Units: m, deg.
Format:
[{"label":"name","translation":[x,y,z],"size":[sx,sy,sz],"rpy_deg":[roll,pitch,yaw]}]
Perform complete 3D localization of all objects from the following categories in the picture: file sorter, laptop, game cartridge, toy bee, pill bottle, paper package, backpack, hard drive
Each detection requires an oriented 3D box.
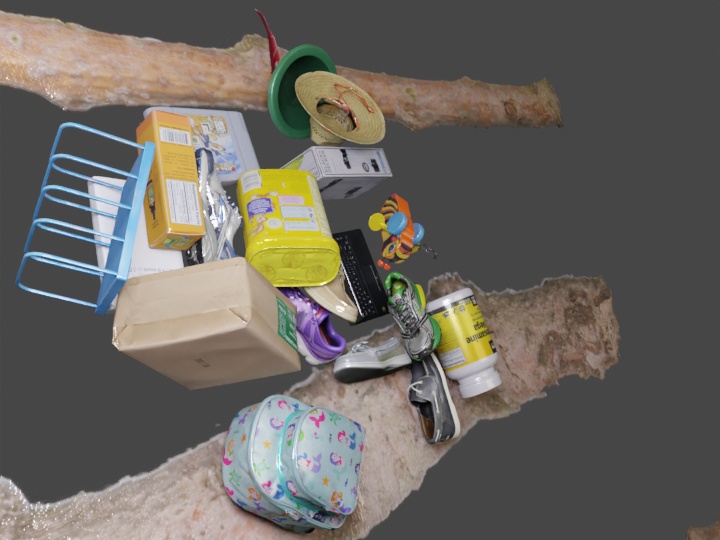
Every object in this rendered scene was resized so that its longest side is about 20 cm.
[{"label":"file sorter","translation":[-0.361,-0.068,1.041],"size":[0.122,0.139,0.201],"rpy_deg":[15,62,-23]},{"label":"laptop","translation":[0.000,0.000,1.443],"size":[0.200,0.103,0.178],"rpy_deg":[-14,81,-50]},{"label":"game cartridge","translation":[-0.257,-0.203,1.326],"size":[0.199,0.041,0.134],"rpy_deg":[-10,73,-49]},{"label":"toy bee","translation":[0.066,-0.062,1.568],"size":[0.131,0.109,0.200],"rpy_deg":[39,20,-15]},{"label":"pill bottle","translation":[0.205,0.145,1.582],"size":[0.112,0.112,0.201],"rpy_deg":[-16,82,-50]},{"label":"paper package","translation":[-0.197,0.077,1.076],"size":[0.200,0.190,0.104],"rpy_deg":[55,28,-61]},{"label":"backpack","translation":[-0.096,0.278,1.164],"size":[0.199,0.150,0.178],"rpy_deg":[30,51,-28]},{"label":"hard drive","translation":[-0.324,-0.034,1.167],"size":[0.131,0.026,0.201],"rpy_deg":[4,67,-46]}]

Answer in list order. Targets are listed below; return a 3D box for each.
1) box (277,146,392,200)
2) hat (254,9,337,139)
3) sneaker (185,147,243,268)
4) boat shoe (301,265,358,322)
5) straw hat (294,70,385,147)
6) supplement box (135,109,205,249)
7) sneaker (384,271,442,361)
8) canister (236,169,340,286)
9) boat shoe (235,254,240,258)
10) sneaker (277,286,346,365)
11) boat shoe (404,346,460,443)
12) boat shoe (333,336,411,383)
[{"label":"box","translation":[-0.049,-0.178,1.476],"size":[0.199,0.116,0.060],"rpy_deg":[-10,77,-48]},{"label":"hat","translation":[-0.154,-0.365,1.538],"size":[0.166,0.176,0.201],"rpy_deg":[41,76,-47]},{"label":"sneaker","translation":[-0.229,-0.090,1.235],"size":[0.085,0.077,0.201],"rpy_deg":[0,81,-39]},{"label":"boat shoe","translation":[-0.062,0.010,1.322],"size":[0.200,0.065,0.072],"rpy_deg":[45,8,39]},{"label":"straw hat","translation":[-0.052,-0.272,1.465],"size":[0.200,0.085,0.202],"rpy_deg":[23,40,-21]},{"label":"supplement box","translation":[-0.285,-0.134,1.187],"size":[0.069,0.066,0.201],"rpy_deg":[6,66,-39]},{"label":"sneaker","translation":[0.087,0.086,1.485],"size":[0.085,0.078,0.200],"rpy_deg":[36,22,-40]},{"label":"canister","translation":[-0.122,-0.074,1.295],"size":[0.148,0.087,0.201],"rpy_deg":[0,45,-17]},{"label":"boat shoe","translation":[-0.168,0.060,1.247],"size":[0.071,0.076,0.201],"rpy_deg":[-13,77,-47]},{"label":"sneaker","translation":[-0.093,0.064,1.323],"size":[0.200,0.083,0.081],"rpy_deg":[50,41,-15]},{"label":"boat shoe","translation":[0.122,0.223,1.485],"size":[0.067,0.072,0.201],"rpy_deg":[-10,72,-28]},{"label":"boat shoe","translation":[0.017,0.154,1.408],"size":[0.201,0.074,0.065],"rpy_deg":[-1,65,-52]}]
